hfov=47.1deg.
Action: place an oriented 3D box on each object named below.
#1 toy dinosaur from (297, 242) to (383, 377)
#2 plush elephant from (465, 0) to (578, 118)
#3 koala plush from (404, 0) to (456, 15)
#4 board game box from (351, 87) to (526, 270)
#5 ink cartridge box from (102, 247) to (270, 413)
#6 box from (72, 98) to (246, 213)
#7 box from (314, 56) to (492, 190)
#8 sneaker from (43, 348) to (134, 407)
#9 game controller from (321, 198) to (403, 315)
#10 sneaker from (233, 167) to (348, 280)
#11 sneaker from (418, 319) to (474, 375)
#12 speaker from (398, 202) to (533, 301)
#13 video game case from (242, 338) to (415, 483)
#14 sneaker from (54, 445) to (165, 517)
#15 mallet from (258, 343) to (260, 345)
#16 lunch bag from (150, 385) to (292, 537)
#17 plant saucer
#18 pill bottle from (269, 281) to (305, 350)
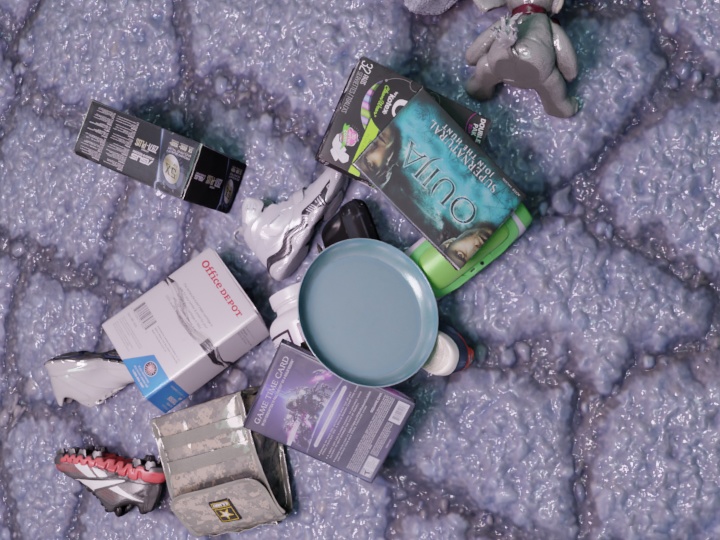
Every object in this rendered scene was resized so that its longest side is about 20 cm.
[{"bbox_3d":[-0.031,0.065,1.136,0.077,0.101,0.203,-36,66,46],"label":"toy dinosaur"},{"bbox_3d":[0.229,-0.332,1.129,0.162,0.200,0.157,14,72,22],"label":"plush elephant"},{"bbox_3d":[0.068,-0.470,1.123,0.197,0.183,0.181,5,85,-25],"label":"koala plush"},{"bbox_3d":[0.103,-0.118,1.080,0.200,0.028,0.135,43,90,-8],"label":"board game box"},{"bbox_3d":[-0.255,0.087,1.224,0.199,0.084,0.145,-36,64,-8],"label":"ink cartridge box"},{"bbox_3d":[-0.299,-0.168,1.252,0.197,0.164,0.087,23,92,14],"label":"box"},{"bbox_3d":[0.055,-0.179,1.145,0.198,0.124,0.150,24,93,-9],"label":"box"},{"bbox_3d":[-0.409,0.172,1.319,0.197,0.074,0.089,-5,97,21],"label":"sneaker"},{"bbox_3d":[0.000,0.000,1.196,0.104,0.042,0.203,-45,56,48],"label":"game controller"},{"bbox_3d":[-0.107,-0.096,1.241,0.114,0.075,0.201,35,99,12],"label":"sneaker"},{"bbox_3d":[0.081,0.088,1.189,0.199,0.084,0.076,39,111,38],"label":"sneaker"},{"bbox_3d":[0.143,-0.038,1.166,0.199,0.088,0.089,-39,78,10],"label":"speaker"},{"bbox_3d":[-0.043,0.193,1.117,0.198,0.019,0.144,25,112,-5],"label":"video game case"},{"bbox_3d":[-0.396,0.332,1.296,0.197,0.071,0.100,8,86,14],"label":"sneaker"},{"bbox_3d":[-0.251,0.089,1.293,0.196,0.041,0.067,-3,84,10],"label":"mallet"},{"bbox_3d":[-0.199,0.290,1.223,0.162,0.117,0.203,-18,85,18],"label":"lunch bag"},{"bbox_3d":[0.009,0.057,1.095,0.197,0.027,0.204,7,69,-17],"label":"plant saucer"},{"bbox_3d":[-0.061,0.120,1.197,0.111,0.112,0.203,-24,81,12],"label":"pill bottle"}]
